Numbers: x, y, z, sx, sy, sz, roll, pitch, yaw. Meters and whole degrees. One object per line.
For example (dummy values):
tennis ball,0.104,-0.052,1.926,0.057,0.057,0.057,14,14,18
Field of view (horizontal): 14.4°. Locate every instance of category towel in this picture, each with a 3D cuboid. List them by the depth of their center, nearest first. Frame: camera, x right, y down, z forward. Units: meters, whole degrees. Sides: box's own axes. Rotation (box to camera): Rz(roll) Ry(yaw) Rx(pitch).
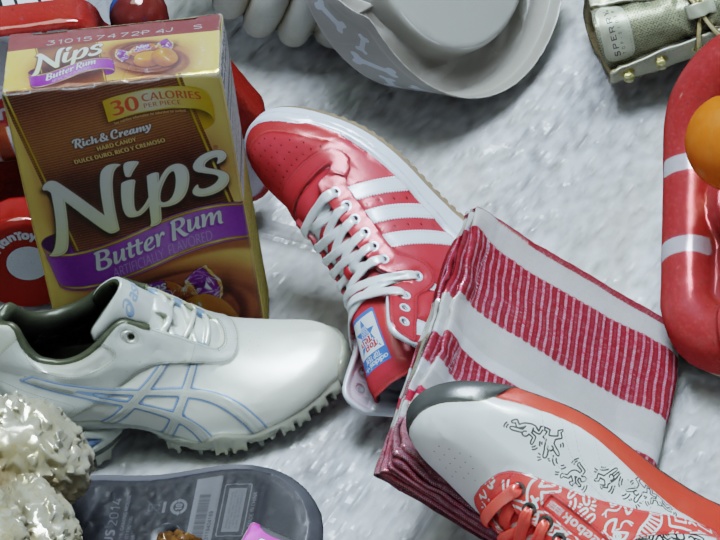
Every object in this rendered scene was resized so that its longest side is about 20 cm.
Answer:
towel,0.093,0.066,1.465,0.144,0.023,0.200,31,44,-10

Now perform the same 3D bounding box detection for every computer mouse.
computer mouse,-0.105,0.142,1.443,0.199,0.053,0.139,1,55,22

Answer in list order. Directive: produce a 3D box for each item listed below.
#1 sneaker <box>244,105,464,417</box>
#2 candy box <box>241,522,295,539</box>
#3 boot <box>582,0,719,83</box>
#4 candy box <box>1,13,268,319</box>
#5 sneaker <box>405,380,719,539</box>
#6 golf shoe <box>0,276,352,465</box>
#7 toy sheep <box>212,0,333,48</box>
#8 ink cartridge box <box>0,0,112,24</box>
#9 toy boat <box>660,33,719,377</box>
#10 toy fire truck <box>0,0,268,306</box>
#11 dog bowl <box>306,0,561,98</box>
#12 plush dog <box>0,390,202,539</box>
sneaker,0.000,0.000,1.522,0.200,0.071,0.112,38,46,7
candy box,0.010,0.215,1.297,0.199,0.061,0.137,22,48,8
boot,0.212,-0.155,1.668,0.154,0.072,0.200,-14,7,-4
candy box,-0.118,-0.039,1.538,0.116,0.201,0.057,-6,40,3
sneaker,0.104,0.137,1.349,0.201,0.067,0.108,29,48,-11
golf shoe,-0.103,0.045,1.520,0.199,0.098,0.078,-10,39,-4
toy sheep,-0.037,-0.202,1.770,0.199,0.138,0.138,19,43,-2
ink cartridge box,-0.196,-0.189,1.841,0.094,0.044,0.200,18,47,25
toy boat,0.211,-0.050,1.509,0.130,0.131,0.201,-10,57,24
toy fire truck,-0.154,-0.081,1.617,0.199,0.168,0.112,-7,41,2
dog bowl,0.038,-0.200,1.710,0.058,0.201,0.200,-6,33,43
plush dog,-0.161,0.168,1.343,0.171,0.160,0.200,33,81,3
